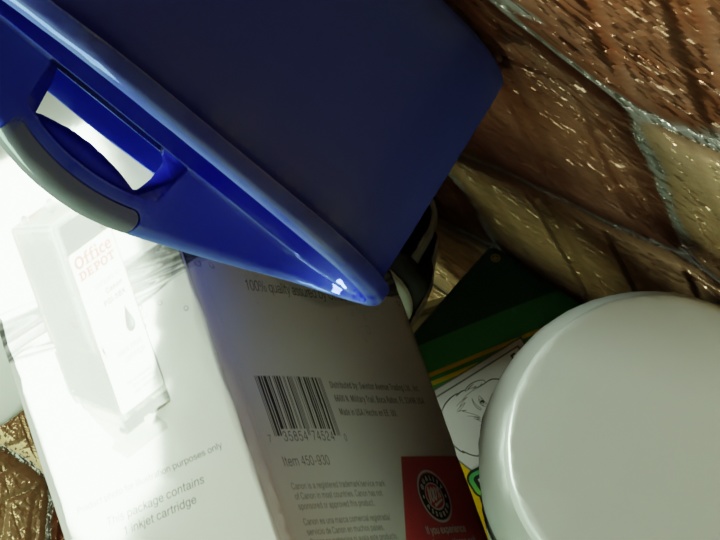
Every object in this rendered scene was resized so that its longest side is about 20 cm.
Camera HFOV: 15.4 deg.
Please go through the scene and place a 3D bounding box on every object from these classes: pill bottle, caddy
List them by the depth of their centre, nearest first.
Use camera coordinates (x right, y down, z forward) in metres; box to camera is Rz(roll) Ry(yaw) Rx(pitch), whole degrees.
[{"bbox_3d":[-0.057,-0.064,0.755,0.200,0.105,0.141,39,174,-34],"label":"caddy"},{"bbox_3d":[0.096,0.068,0.907,0.114,0.114,0.200,35,175,7],"label":"pill bottle"}]

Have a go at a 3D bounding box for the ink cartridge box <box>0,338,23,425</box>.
[{"bbox_3d":[-0.153,-0.034,1.172,0.146,0.084,0.200,38,136,-19],"label":"ink cartridge box"}]

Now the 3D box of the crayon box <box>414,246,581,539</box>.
[{"bbox_3d":[0.079,0.113,1.044,0.200,0.173,0.058,34,153,17],"label":"crayon box"}]

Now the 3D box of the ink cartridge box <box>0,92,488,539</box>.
[{"bbox_3d":[-0.048,0.026,0.909,0.147,0.083,0.200,7,-120,-62],"label":"ink cartridge box"}]

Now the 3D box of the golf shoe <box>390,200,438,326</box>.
[{"bbox_3d":[0.000,0.000,1.106,0.073,0.092,0.200,53,-166,-14],"label":"golf shoe"}]

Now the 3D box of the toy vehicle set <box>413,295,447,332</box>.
[{"bbox_3d":[0.019,0.068,1.188,0.200,0.027,0.124,-16,-144,-41],"label":"toy vehicle set"}]
